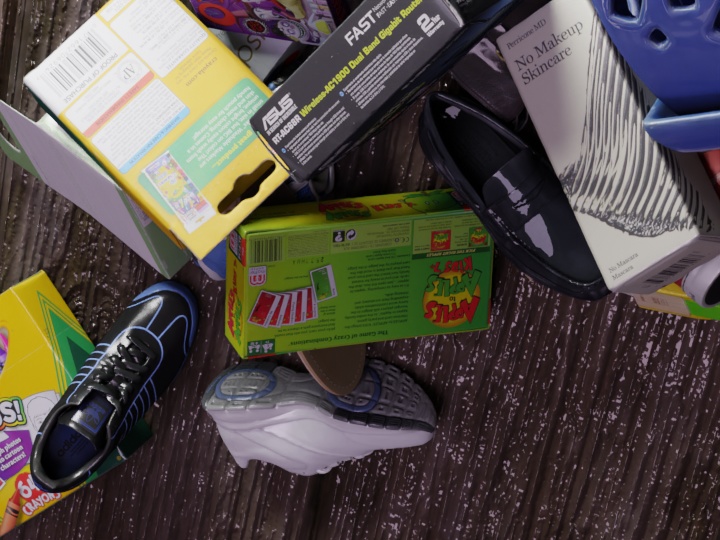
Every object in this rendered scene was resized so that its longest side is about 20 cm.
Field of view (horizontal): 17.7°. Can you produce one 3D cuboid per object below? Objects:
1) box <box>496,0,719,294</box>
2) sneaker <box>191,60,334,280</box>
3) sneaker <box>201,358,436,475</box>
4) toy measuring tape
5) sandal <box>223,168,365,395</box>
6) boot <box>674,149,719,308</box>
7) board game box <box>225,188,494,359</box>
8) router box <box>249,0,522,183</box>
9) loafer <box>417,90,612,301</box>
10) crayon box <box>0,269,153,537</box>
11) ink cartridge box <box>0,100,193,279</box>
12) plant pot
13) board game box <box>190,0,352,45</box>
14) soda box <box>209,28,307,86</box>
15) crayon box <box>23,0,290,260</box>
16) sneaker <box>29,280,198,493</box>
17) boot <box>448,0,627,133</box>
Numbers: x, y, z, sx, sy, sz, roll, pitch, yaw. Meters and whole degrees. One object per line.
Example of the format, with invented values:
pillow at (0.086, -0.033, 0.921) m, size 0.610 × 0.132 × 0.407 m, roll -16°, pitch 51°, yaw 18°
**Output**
box at (0.174, -0.089, 1.573) m, size 0.082 × 0.068 × 0.201 m, roll -34°, pitch 70°, yaw 28°
sneaker at (-0.069, -0.063, 1.789) m, size 0.077 × 0.076 × 0.201 m, roll 34°, pitch 125°, yaw 7°
sneaker at (-0.027, 0.122, 1.858) m, size 0.199 × 0.075 × 0.087 m, roll 3°, pitch 128°, yaw 27°
toy measuring tape at (0.217, -0.009, 1.685) m, size 0.199 × 0.074 × 0.074 m, roll 11°, pitch 114°, yaw 25°
sandal at (-0.066, 0.004, 1.785) m, size 0.069 × 0.078 × 0.212 m, roll 4°, pitch 133°, yaw 40°
boot at (0.259, -0.092, 1.613) m, size 0.200 × 0.072 × 0.144 m, roll -45°, pitch 64°, yaw 2°
board game box at (0.000, 0.000, 1.727) m, size 0.199 × 0.048 × 0.102 m, roll -6°, pitch 114°, yaw -19°
router box at (0.032, -0.159, 1.598) m, size 0.062 × 0.150 × 0.200 m, roll 50°, pitch 130°, yaw 3°
loafer at (0.112, -0.055, 1.674) m, size 0.068 × 0.070 × 0.201 m, roll -41°, pitch 65°, yaw -7°
crayon box at (-0.303, 0.122, 1.980) m, size 0.200 × 0.058 × 0.173 m, roll -32°, pitch 95°, yaw 30°
ink cartridge box at (-0.222, -0.091, 1.820) m, size 0.200 × 0.048 × 0.146 m, roll 37°, pitch 165°, yaw 27°
plant pot at (0.270, -0.190, 1.517) m, size 0.199 × 0.200 × 0.181 m, roll -7°, pitch 113°, yaw 26°
board game box at (-0.082, -0.229, 1.615) m, size 0.119 × 0.032 × 0.200 m, roll 15°, pitch 155°, yaw 23°
soda box at (-0.101, -0.155, 1.775) m, size 0.068 × 0.064 × 0.200 m, roll 42°, pitch 120°, yaw 5°
crayon box at (-0.134, -0.108, 1.694) m, size 0.126 × 0.052 × 0.200 m, roll -43°, pitch 72°, yaw -7°
sneaker at (-0.199, 0.098, 1.870) m, size 0.070 × 0.078 × 0.201 m, roll 34°, pitch 92°, yaw -3°
boot at (0.099, -0.215, 1.655) m, size 0.174 × 0.069 × 0.200 m, roll -38°, pitch 93°, yaw 31°
